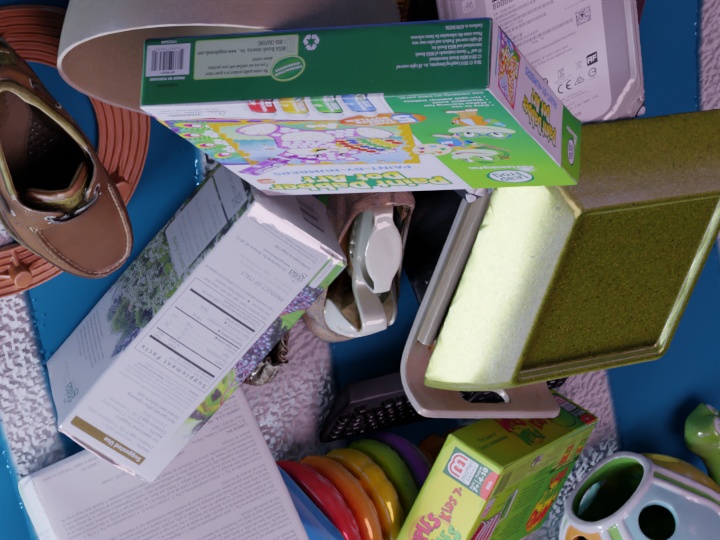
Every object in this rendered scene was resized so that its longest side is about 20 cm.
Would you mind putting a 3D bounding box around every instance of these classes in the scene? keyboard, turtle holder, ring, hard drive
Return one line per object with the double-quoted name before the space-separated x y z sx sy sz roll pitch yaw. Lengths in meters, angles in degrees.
"keyboard" 0.073 0.090 1.690 0.199 0.040 0.104 -13 151 -21
"turtle holder" 0.240 0.202 1.851 0.185 0.141 0.132 -35 117 3
"ring" -0.215 -0.066 1.430 0.200 0.019 0.201 -18 129 -24
"hard drive" 0.102 -0.151 1.425 0.139 0.038 0.201 -26 131 -18

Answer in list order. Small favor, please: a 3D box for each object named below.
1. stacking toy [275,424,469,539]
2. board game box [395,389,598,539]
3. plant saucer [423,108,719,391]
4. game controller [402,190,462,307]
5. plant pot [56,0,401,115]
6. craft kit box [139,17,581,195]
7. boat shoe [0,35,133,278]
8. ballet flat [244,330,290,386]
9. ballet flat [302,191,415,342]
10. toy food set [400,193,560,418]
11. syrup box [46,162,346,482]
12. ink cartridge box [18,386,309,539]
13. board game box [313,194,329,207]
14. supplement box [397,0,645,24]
"stacking toy" 0.013 0.158 1.698 0.200 0.110 0.116 -28 149 -31
"board game box" 0.100 0.154 1.719 0.102 0.048 0.200 -64 161 18
"plant saucer" 0.157 -0.002 1.527 0.199 0.048 0.200 -9 132 -37
"game controller" 0.084 -0.008 1.645 0.104 0.042 0.200 -18 143 4
"plant pot" -0.071 -0.173 1.361 0.200 0.200 0.135 13 73 -40
"craft kit box" 0.005 -0.088 1.327 0.197 0.199 0.049 27 63 -68
"boat shoe" -0.187 -0.053 1.397 0.072 0.068 0.200 -41 135 -6
"ballet flat" -0.062 -0.008 1.556 0.067 0.046 0.201 -12 126 -29
"ballet flat" 0.000 0.000 1.561 0.068 0.067 0.200 -14 142 -16
"toy food set" 0.120 0.009 1.582 0.143 0.060 0.201 3 116 -44
"syrup box" -0.107 0.029 1.497 0.081 0.079 0.200 33 107 -27
"ink cartridge box" -0.115 0.198 1.577 0.160 0.050 0.201 -23 87 -21
"board game box" 0.069 -0.104 1.595 0.199 0.029 0.135 -4 121 -33
"supplement box" 0.073 -0.191 1.480 0.199 0.110 0.086 -8 125 -31
